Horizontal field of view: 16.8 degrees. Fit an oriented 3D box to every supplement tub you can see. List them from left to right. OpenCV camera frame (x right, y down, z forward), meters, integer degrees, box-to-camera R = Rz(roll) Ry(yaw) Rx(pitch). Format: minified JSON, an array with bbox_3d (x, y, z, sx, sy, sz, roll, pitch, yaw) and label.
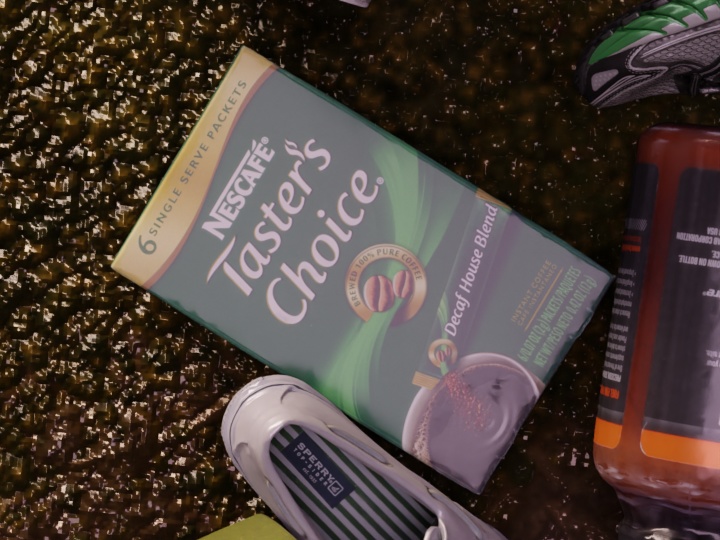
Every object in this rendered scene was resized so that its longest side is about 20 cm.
[{"bbox_3d":[0.160,0.040,1.074,0.106,0.107,0.201,9,92,1],"label":"supplement tub"}]

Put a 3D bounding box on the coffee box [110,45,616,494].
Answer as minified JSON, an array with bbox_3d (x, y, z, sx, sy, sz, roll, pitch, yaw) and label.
[{"bbox_3d":[0.000,0.000,1.108,0.200,0.044,0.123,33,93,1],"label":"coffee box"}]

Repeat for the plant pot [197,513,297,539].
[{"bbox_3d":[-0.085,0.208,1.064,0.200,0.187,0.187,-43,90,-13],"label":"plant pot"}]

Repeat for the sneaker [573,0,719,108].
[{"bbox_3d":[0.194,-0.095,1.084,0.199,0.078,0.086,-8,92,1],"label":"sneaker"}]

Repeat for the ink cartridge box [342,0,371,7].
[{"bbox_3d":[-0.005,-0.223,1.039,0.084,0.146,0.201,17,100,0],"label":"ink cartridge box"}]

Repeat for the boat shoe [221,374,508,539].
[{"bbox_3d":[0.016,0.129,1.077,0.200,0.067,0.074,39,92,-17],"label":"boat shoe"}]
